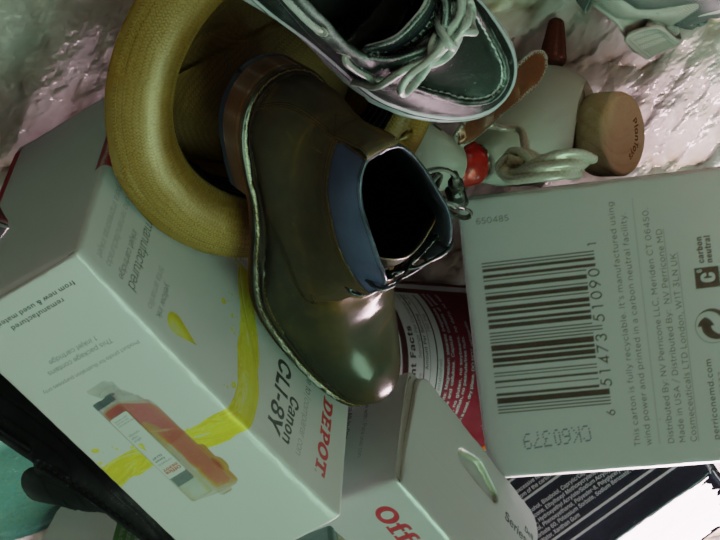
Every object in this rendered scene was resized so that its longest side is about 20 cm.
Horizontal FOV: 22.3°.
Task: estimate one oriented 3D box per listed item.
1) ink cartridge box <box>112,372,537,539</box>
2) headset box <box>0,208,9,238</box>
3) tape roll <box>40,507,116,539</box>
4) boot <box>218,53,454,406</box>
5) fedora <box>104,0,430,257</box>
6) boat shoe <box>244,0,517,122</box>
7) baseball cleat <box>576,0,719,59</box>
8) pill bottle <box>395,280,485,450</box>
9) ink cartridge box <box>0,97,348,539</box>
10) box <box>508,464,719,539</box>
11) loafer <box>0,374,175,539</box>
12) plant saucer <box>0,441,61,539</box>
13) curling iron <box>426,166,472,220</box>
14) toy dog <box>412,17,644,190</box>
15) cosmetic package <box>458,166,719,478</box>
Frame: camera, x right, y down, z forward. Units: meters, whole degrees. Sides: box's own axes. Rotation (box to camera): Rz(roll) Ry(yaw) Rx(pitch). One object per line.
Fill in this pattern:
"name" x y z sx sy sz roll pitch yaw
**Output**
"ink cartridge box" -0.019 0.157 1.028 0.199 0.088 0.145 -22 126 25
"headset box" -0.234 -0.065 0.692 0.077 0.200 0.149 -44 148 18
"tape roll" -0.107 0.200 1.184 0.202 0.071 0.203 -16 133 -18
"boot" -0.002 0.001 0.854 0.075 0.097 0.200 -35 128 -21
"fedora" -0.049 -0.104 0.889 0.200 0.082 0.201 -19 123 -32
"boat shoe" 0.017 -0.116 0.830 0.199 0.068 0.074 34 89 -44
"baseball cleat" 0.214 -0.174 1.077 0.199 0.070 0.107 1 143 -29
"pill bottle" 0.012 0.062 1.168 0.200 0.113 0.113 5 133 -44
"ink cartridge box" -0.093 0.031 0.912 0.083 0.145 0.200 -28 121 23
"box" 0.127 0.134 1.286 0.200 0.199 0.123 -36 151 7
"loafer" -0.150 0.101 0.994 0.071 0.200 0.068 -58 152 11
"plant saucer" -0.206 0.117 1.123 0.200 0.039 0.201 -22 147 -15
"curling iron" 0.000 0.000 0.979 0.049 0.026 0.200 1 153 -30
"toy dog" 0.080 -0.095 1.023 0.131 0.097 0.200 -5 -178 21
"cosmetic package" 0.168 0.027 1.101 0.164 0.166 0.200 -7 -179 18
